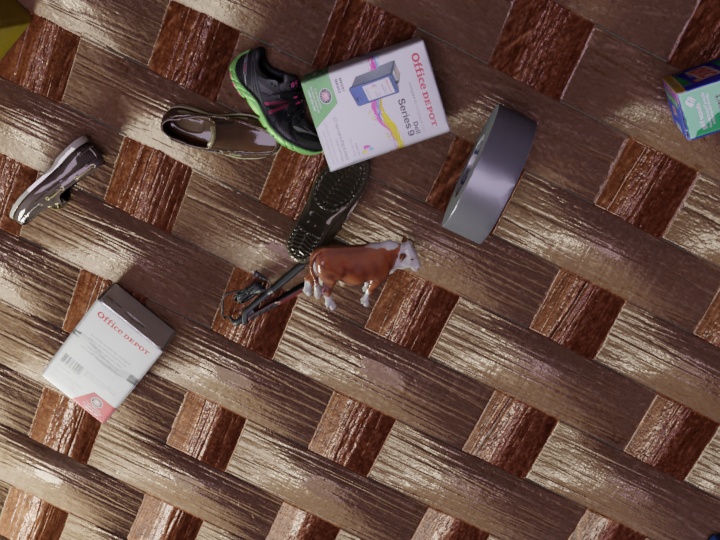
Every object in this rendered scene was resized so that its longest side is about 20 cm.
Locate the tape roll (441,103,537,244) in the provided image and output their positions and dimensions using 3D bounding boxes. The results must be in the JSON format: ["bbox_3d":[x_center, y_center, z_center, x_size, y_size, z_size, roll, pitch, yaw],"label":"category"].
[{"bbox_3d":[0.192,-0.145,1.502,0.065,0.201,0.202,24,112,-1],"label":"tape roll"}]

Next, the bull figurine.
[{"bbox_3d":[0.000,0.000,1.634,0.197,0.065,0.123,1,126,-26],"label":"bull figurine"}]

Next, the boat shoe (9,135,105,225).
[{"bbox_3d":[-0.513,-0.140,1.693,0.200,0.072,0.060,-42,96,15],"label":"boat shoe"}]

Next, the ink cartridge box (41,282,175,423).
[{"bbox_3d":[-0.446,0.146,1.780,0.146,0.083,0.200,40,112,-7],"label":"ink cartridge box"}]

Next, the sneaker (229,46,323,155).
[{"bbox_3d":[-0.122,-0.265,1.577,0.083,0.077,0.200,-36,102,24],"label":"sneaker"}]

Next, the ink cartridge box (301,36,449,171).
[{"bbox_3d":[0.024,-0.256,1.534,0.197,0.088,0.147,-17,106,3],"label":"ink cartridge box"}]

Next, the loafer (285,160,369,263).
[{"bbox_3d":[-0.052,-0.103,1.633,0.076,0.067,0.201,37,96,8],"label":"loafer"}]

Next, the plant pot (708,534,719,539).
[{"bbox_3d":[0.658,0.615,1.721,0.198,0.180,0.202,25,113,-1],"label":"plant pot"}]

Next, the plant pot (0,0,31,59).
[{"bbox_3d":[-0.682,-0.387,1.570,0.200,0.177,0.200,45,111,-8],"label":"plant pot"}]

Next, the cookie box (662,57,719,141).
[{"bbox_3d":[0.542,-0.262,1.417,0.198,0.171,0.076,-18,104,15],"label":"cookie box"}]

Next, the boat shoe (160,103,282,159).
[{"bbox_3d":[-0.226,-0.215,1.613,0.199,0.075,0.076,9,112,6],"label":"boat shoe"}]

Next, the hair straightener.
[{"bbox_3d":[-0.166,0.031,1.720,0.199,0.041,0.077,-29,103,23],"label":"hair straightener"}]
